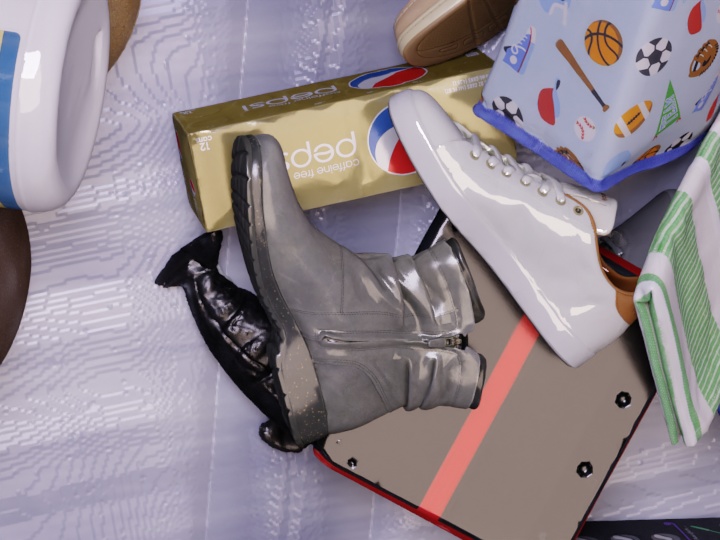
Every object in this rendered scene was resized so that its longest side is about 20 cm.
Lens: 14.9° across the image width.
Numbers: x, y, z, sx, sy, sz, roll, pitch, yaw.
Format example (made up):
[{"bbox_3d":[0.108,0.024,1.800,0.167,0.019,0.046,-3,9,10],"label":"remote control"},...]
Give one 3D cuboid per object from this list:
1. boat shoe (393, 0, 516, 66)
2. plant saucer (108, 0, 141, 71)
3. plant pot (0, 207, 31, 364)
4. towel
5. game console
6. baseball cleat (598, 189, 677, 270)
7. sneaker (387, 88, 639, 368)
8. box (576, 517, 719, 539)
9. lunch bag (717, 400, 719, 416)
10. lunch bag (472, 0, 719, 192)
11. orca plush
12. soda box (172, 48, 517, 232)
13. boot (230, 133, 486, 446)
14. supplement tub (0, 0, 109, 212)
[{"bbox_3d":[0.090,-0.205,1.677,0.200,0.071,0.065,-41,69,-5],"label":"boat shoe"},{"bbox_3d":[-0.226,-0.175,1.589,0.199,0.035,0.201,3,112,8],"label":"plant saucer"},{"bbox_3d":[-0.273,0.019,1.578,0.186,0.200,0.188,-3,104,-12],"label":"plant pot"},{"bbox_3d":[0.223,-0.011,1.683,0.200,0.023,0.153,-57,143,-33],"label":"towel"},{"bbox_3d":[0.090,0.067,1.688,0.176,0.031,0.201,29,91,-5],"label":"game console"},{"bbox_3d":[0.129,0.018,1.729,0.106,0.070,0.200,34,94,-21],"label":"baseball cleat"},{"bbox_3d":[0.099,-0.042,1.629,0.085,0.073,0.200,-37,106,12],"label":"sneaker"},{"bbox_3d":[0.190,0.233,1.776,0.199,0.106,0.123,0,104,-12],"label":"box"},{"bbox_3d":[0.320,0.086,1.752,0.200,0.094,0.151,-43,108,-15],"label":"lunch bag"},{"bbox_3d":[0.178,-0.161,1.637,0.199,0.124,0.171,-21,139,-46],"label":"lunch bag"},{"bbox_3d":[-0.034,0.055,1.704,0.105,0.071,0.200,-36,108,-2],"label":"orca plush"},{"bbox_3d":[-0.010,-0.081,1.678,0.199,0.068,0.064,-13,106,-8],"label":"soda box"},{"bbox_3d":[0.000,0.000,1.630,0.130,0.068,0.201,-16,109,-7],"label":"boot"},{"bbox_3d":[-0.249,-0.116,1.519,0.199,0.145,0.146,9,102,6],"label":"supplement tub"}]
